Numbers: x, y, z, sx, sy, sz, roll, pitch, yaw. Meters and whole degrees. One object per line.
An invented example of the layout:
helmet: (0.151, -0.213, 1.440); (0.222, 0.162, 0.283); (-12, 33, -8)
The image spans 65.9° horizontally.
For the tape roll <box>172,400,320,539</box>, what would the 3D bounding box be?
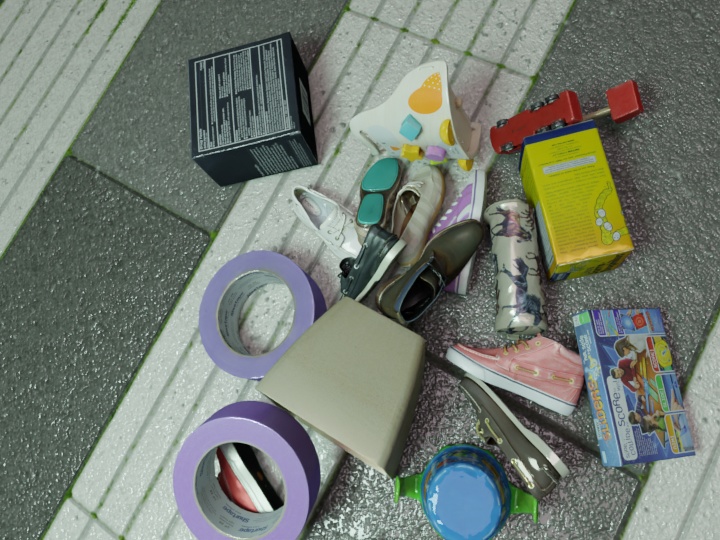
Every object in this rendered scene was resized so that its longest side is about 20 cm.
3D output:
tape roll: (-0.157, 0.290, 0.772); (0.195, 0.066, 0.205); (1, 97, 12)

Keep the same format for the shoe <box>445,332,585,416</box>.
shoe: (0.230, 0.128, 0.810); (0.196, 0.071, 0.093); (22, 94, 11)

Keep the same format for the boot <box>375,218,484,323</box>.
boot: (0.113, 0.005, 0.792); (0.199, 0.097, 0.075); (-42, 105, -1)

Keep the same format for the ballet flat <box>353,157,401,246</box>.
ballet flat: (0.027, -0.108, 0.915); (0.066, 0.068, 0.202); (5, 43, 15)

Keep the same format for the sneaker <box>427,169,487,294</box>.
sneaker: (0.137, -0.073, 0.890); (0.112, 0.073, 0.205); (13, 79, 18)

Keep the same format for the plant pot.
plant pot: (-0.003, 0.161, 0.803); (0.197, 0.201, 0.179); (26, 72, 17)

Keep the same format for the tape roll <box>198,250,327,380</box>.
tape roll: (-0.157, 0.077, 0.907); (0.195, 0.085, 0.205); (-3, 74, 11)

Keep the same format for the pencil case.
pencil case: (0.233, 0.001, 0.837); (0.076, 0.090, 0.205); (-4, 79, 1)

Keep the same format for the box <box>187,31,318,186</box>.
box: (-0.190, -0.281, 0.985); (0.194, 0.123, 0.205); (-10, 72, 8)

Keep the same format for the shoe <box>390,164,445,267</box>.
shoe: (0.088, -0.101, 0.881); (0.069, 0.053, 0.203); (-15, 46, 40)

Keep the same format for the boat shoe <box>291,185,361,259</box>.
boat shoe: (-0.043, -0.075, 0.928); (0.198, 0.069, 0.071); (35, 83, 17)

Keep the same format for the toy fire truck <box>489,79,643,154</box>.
toy fire truck: (0.320, -0.237, 0.875); (0.198, 0.139, 0.050); (-18, 83, 48)

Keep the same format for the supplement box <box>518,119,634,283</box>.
supplement box: (0.317, -0.100, 0.837); (0.107, 0.109, 0.205); (-12, 74, 9)

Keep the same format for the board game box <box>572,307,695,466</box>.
board game box: (0.374, 0.155, 0.764); (0.132, 0.034, 0.205); (1, 72, -20)

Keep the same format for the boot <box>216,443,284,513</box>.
boot: (-0.218, 0.345, 0.860); (0.143, 0.072, 0.202); (-36, 75, 3)

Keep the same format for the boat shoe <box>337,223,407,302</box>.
boat shoe: (-0.001, 0.001, 0.845); (0.066, 0.200, 0.074); (42, 53, 5)

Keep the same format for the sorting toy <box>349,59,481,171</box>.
sorting toy: (0.082, -0.221, 0.887); (0.176, 0.199, 0.110); (-1, 76, 28)

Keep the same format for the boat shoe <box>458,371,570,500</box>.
boat shoe: (0.198, 0.223, 0.774); (0.060, 0.072, 0.200); (-44, 47, 0)

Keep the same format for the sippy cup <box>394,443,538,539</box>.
sippy cup: (0.142, 0.310, 0.757); (0.176, 0.130, 0.141); (-32, 72, 2)
